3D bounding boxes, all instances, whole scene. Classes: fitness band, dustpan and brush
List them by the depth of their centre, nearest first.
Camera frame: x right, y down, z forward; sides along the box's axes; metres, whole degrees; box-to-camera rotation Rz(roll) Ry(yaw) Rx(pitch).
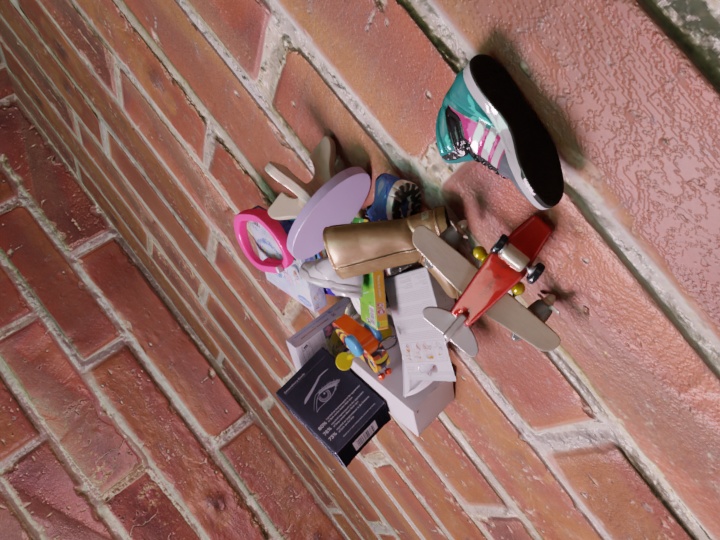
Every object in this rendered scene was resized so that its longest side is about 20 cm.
[{"bbox_3d":[0.139,0.145,1.194,0.199,0.140,0.057,-27,138,34],"label":"dustpan and brush"},{"bbox_3d":[-0.217,-0.065,1.389,0.199,0.037,0.144,7,125,54],"label":"fitness band"}]

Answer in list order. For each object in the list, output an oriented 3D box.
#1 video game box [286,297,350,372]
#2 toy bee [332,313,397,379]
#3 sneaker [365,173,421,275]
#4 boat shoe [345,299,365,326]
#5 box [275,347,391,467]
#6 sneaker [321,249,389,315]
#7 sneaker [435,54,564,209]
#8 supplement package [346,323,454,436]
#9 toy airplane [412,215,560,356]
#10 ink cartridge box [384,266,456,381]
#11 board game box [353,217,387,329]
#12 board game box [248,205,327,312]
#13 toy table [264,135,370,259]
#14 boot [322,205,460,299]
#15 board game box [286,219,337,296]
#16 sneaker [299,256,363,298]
[{"bbox_3d":[-0.072,0.188,1.486,0.047,0.182,0.201,34,148,41],"label":"video game box"},{"bbox_3d":[0.013,0.165,1.258,0.200,0.130,0.109,-117,4,-65],"label":"toy bee"},{"bbox_3d":[0.058,-0.081,1.082,0.089,0.078,0.201,45,149,42],"label":"sneaker"},{"bbox_3d":[0.011,0.141,1.422,0.202,0.072,0.060,73,170,-48],"label":"boat shoe"},{"bbox_3d":[-0.058,0.289,1.351,0.200,0.148,0.105,38,162,29],"label":"box"},{"bbox_3d":[0.000,0.000,1.283,0.084,0.074,0.201,-26,101,47],"label":"sneaker"},{"bbox_3d":[0.161,-0.151,0.792,0.201,0.083,0.121,62,149,2],"label":"sneaker"},{"bbox_3d":[0.083,0.223,1.327,0.200,0.121,0.120,36,156,33],"label":"supplement package"},{"bbox_3d":[0.182,0.021,0.907,0.198,0.141,0.202,-4,109,24],"label":"toy airplane"},{"bbox_3d":[0.119,0.095,1.138,0.162,0.050,0.202,-18,88,63],"label":"ink cartridge box"},{"bbox_3d":[0.017,0.002,1.182,0.095,0.030,0.202,-156,57,-71],"label":"board game box"},{"bbox_3d":[-0.168,-0.028,1.437,0.199,0.043,0.200,30,142,41],"label":"board game box"},{"bbox_3d":[-0.085,-0.133,1.141,0.117,0.200,0.184,50,-171,25],"label":"toy table"},{"bbox_3d":[0.059,-0.015,1.026,0.198,0.066,0.176,-12,116,16],"label":"boot"},{"bbox_3d":[-0.113,-0.042,1.431,0.152,0.045,0.201,5,125,57],"label":"board game box"},{"bbox_3d":[-0.049,-0.008,1.214,0.199,0.075,0.089,18,99,55],"label":"sneaker"}]
